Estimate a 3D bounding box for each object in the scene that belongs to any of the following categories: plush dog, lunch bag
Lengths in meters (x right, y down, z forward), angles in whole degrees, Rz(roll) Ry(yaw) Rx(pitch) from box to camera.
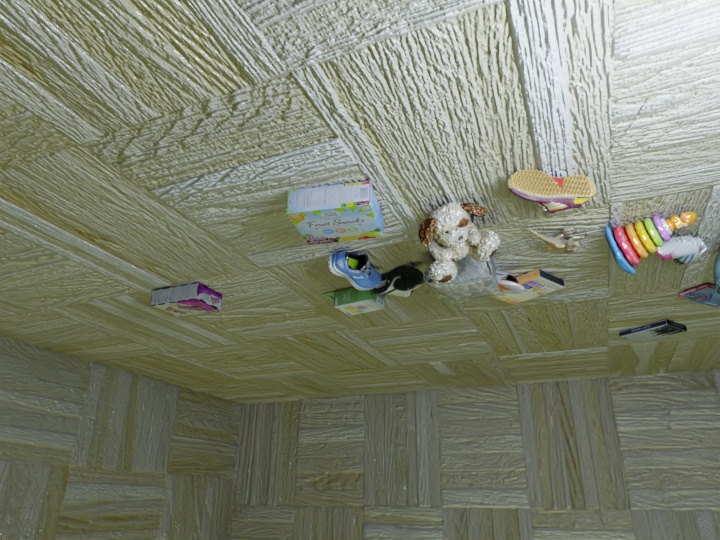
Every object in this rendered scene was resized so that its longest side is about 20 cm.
[{"bbox_3d":[0.222,-0.094,1.279,0.198,0.161,0.173,-27,141,-5],"label":"plush dog"},{"bbox_3d":[0.287,0.019,1.514,0.197,0.119,0.164,-13,154,18],"label":"lunch bag"}]

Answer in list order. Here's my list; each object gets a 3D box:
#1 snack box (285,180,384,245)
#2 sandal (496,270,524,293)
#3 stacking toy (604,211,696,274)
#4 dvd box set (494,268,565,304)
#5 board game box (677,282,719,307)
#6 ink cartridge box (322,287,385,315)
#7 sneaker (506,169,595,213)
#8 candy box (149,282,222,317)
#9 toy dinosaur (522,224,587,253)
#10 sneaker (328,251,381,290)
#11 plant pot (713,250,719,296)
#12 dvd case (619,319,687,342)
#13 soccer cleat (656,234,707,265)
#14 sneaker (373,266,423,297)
[{"bbox_3d":[-0.055,-0.132,1.243,0.197,0.069,0.169,-6,156,11],"label":"snack box"},{"bbox_3d":[0.415,0.028,1.615,0.079,0.060,0.206,29,167,-28],"label":"sandal"},{"bbox_3d":[0.718,-0.092,1.295,0.199,0.111,0.115,-32,133,33],"label":"stacking toy"},{"bbox_3d":[0.532,0.056,1.697,0.145,0.030,0.199,17,150,-34],"label":"dvd box set"},{"bbox_3d":[1.171,0.083,1.757,0.198,0.020,0.103,12,152,-25],"label":"board game box"},{"bbox_3d":[-0.024,0.105,1.788,0.198,0.060,0.104,-13,153,28],"label":"ink cartridge box"},{"bbox_3d":[0.405,-0.163,1.152,0.197,0.076,0.090,5,151,-8],"label":"sneaker"},{"bbox_3d":[-0.594,0.103,1.799,0.197,0.062,0.136,-8,155,21],"label":"candy box"},{"bbox_3d":[0.521,-0.073,1.372,0.198,0.059,0.101,17,153,-32],"label":"toy dinosaur"},{"bbox_3d":[0.000,0.000,1.528,0.088,0.080,0.199,-16,151,38],"label":"sneaker"},{"bbox_3d":[1.023,-0.026,1.370,0.197,0.136,0.201,1,157,0],"label":"plant pot"},{"bbox_3d":[1.175,0.246,2.120,0.149,0.025,0.199,15,153,-30],"label":"dvd case"},{"bbox_3d":[0.831,-0.067,1.373,0.198,0.071,0.086,8,144,-38],"label":"soccer cleat"},{"bbox_3d":[0.145,0.037,1.637,0.114,0.077,0.199,10,164,-41],"label":"sneaker"}]
